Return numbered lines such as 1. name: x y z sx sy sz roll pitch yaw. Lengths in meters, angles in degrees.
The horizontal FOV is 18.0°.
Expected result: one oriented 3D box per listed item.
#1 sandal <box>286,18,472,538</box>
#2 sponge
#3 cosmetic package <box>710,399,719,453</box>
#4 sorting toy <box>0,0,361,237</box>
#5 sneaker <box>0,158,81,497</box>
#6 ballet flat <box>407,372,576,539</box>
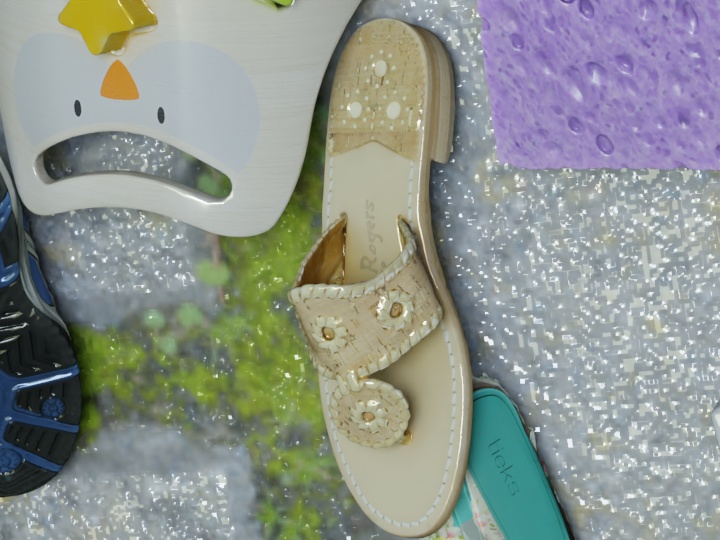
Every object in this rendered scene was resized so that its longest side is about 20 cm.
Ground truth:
1. sandal: -0.005 0.000 0.917 0.077 0.069 0.214 -5 82 38
2. sponge: 0.141 -0.091 0.835 0.198 0.030 0.112 2 120 23
3. cosmetic package: 0.203 0.129 0.886 0.071 0.101 0.201 -14 98 22
4. sorting toy: -0.088 -0.108 0.936 0.198 0.107 0.182 5 102 19
5. sneaker: -0.169 0.010 1.020 0.075 0.077 0.201 -9 118 -6
6. ballet flat: 0.064 0.139 0.968 0.064 0.075 0.201 -16 92 54
